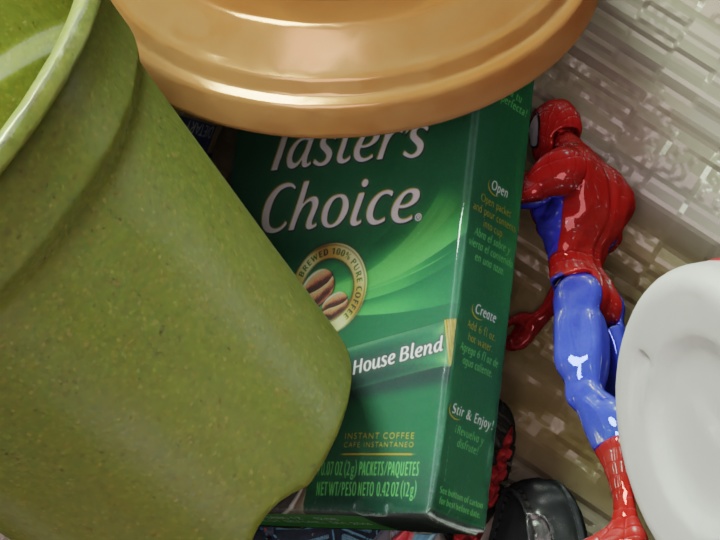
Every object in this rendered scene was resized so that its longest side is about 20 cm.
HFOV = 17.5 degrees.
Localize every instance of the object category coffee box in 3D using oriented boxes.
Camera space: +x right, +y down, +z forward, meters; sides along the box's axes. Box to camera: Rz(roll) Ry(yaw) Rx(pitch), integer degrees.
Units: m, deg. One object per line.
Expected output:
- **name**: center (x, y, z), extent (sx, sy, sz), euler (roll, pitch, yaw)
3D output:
- **coffee box**: center (0.000, 0.000, 0.915), extent (0.122, 0.044, 0.201), euler (-2, 73, 36)

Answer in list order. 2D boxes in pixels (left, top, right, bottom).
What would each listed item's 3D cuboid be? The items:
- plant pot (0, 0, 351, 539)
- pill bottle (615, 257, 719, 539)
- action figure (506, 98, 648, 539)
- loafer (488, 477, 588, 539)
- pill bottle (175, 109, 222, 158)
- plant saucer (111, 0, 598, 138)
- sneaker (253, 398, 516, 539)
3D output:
- **plant pot**: center (-0.108, 0.014, 0.823), extent (0.200, 0.201, 0.184), euler (-38, 118, 10)
- **pill bottle**: center (0.204, 0.043, 0.842), extent (0.199, 0.119, 0.120), euler (-9, 89, -25)
- **action figure**: center (0.068, 0.028, 0.924), extent (0.099, 0.065, 0.201), euler (-19, 60, 29)
- **loafer**: center (0.049, 0.181, 0.935), extent (0.070, 0.068, 0.202), euler (7, 96, -14)
- **pill bottle**: center (-0.133, -0.009, 0.956), extent (0.110, 0.111, 0.201), euler (22, 96, 11)
- **plant saucer**: center (-0.007, -0.126, 0.894), extent (0.199, 0.201, 0.038), euler (8, 134, 12)
- **sneaker**: center (-0.022, 0.115, 0.950), extent (0.095, 0.079, 0.200), euler (43, 99, 11)
